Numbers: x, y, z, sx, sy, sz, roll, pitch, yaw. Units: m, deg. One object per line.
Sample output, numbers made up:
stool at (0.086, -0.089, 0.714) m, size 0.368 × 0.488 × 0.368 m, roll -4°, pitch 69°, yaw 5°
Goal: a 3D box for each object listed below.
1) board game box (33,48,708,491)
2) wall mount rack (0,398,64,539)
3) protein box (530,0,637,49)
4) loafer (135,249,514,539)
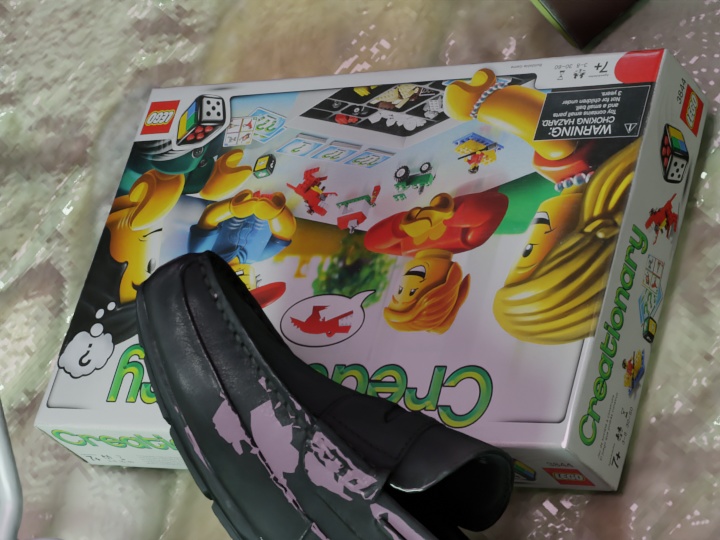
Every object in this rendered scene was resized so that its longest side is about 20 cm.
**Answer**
board game box at (0.000, 0.000, 0.692) m, size 0.199 × 0.035 × 0.127 m, roll -1°, pitch 62°, yaw 36°
wall mount rack at (-0.171, 0.083, 0.732) m, size 0.199 × 0.075 × 0.175 m, roll -10°, pitch 56°, yaw 34°
protein box at (0.071, -0.221, 0.719) m, size 0.200 × 0.135 × 0.199 m, roll -40°, pitch 46°, yaw 7°
loafer at (0.009, 0.066, 0.599) m, size 0.070 × 0.068 × 0.201 m, roll -41°, pitch 63°, yaw 8°
